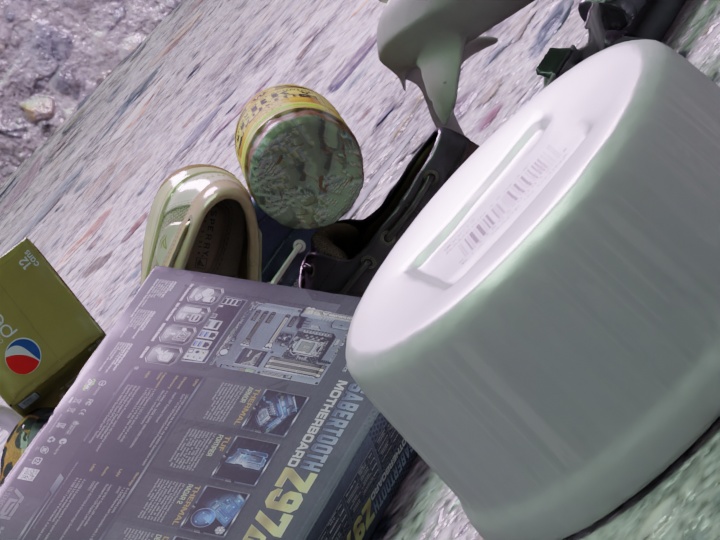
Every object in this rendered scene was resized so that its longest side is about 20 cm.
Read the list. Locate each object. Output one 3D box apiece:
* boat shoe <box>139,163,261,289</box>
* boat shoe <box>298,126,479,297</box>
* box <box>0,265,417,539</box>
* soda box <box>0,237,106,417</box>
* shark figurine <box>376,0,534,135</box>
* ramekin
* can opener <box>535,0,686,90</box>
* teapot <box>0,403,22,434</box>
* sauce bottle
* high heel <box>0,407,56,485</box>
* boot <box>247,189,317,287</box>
[{"bbox_3d":[-0.088,0.048,1.454,0.065,0.072,0.201,-144,62,-68],"label":"boat shoe"},{"bbox_3d":[0.000,0.000,1.470,0.200,0.065,0.072,-42,13,24],"label":"boat shoe"},{"bbox_3d":[-0.066,0.088,1.260,0.157,0.051,0.200,8,45,26],"label":"box"},{"bbox_3d":[-0.174,0.042,1.518,0.064,0.068,0.200,-39,-8,-6],"label":"soda box"},{"bbox_3d":[0.043,-0.112,1.463,0.215,0.127,0.090,128,136,-65],"label":"shark figurine"},{"bbox_3d":[0.085,0.003,1.089,0.200,0.098,0.201,-45,13,13],"label":"ramekin"},{"bbox_3d":[0.146,-0.129,1.440,0.066,0.053,0.200,5,46,30],"label":"can opener"},{"bbox_3d":[-0.229,0.180,1.513,0.198,0.146,0.200,-48,11,-2],"label":"teapot"},{"bbox_3d":[-0.038,-0.067,1.511,0.065,0.065,0.200,-47,12,2],"label":"sauce bottle"},{"bbox_3d":[-0.163,0.168,1.414,0.142,0.071,0.201,-8,66,62],"label":"high heel"},{"bbox_3d":[-0.090,0.038,1.602,0.200,0.090,0.073,-45,12,11],"label":"boot"}]
